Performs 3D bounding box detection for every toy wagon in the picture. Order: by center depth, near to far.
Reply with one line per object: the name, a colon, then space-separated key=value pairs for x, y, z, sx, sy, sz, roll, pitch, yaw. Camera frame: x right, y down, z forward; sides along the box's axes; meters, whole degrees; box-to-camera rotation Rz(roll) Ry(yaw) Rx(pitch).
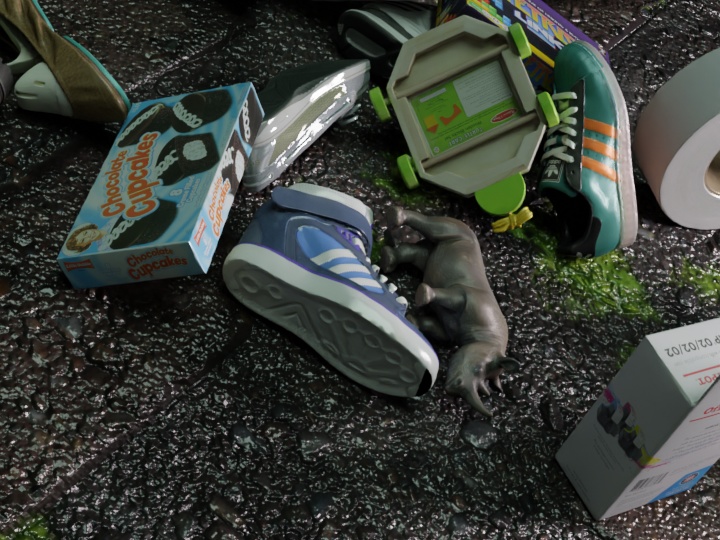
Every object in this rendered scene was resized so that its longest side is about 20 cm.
toy wagon: x=0.104 y=-0.129 z=1.201 sx=0.040 sy=0.154 sz=0.202 roll=16 pitch=52 yaw=-80

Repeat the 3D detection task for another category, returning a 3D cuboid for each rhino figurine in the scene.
rhino figurine: x=0.080 y=0.034 z=1.087 sx=0.086 sy=0.060 sz=0.202 roll=3 pitch=51 yaw=-27

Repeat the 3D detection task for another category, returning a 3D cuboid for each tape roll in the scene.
tape roll: x=0.375 y=-0.132 z=1.284 sx=0.200 sy=0.203 sz=0.071 roll=1 pitch=49 yaw=-25

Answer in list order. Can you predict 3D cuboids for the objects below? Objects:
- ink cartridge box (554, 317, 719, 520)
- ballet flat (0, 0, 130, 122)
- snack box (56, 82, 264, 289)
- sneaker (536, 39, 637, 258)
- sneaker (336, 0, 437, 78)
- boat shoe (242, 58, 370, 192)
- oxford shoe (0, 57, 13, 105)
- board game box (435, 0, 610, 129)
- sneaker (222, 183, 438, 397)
ink cartridge box: x=0.250 y=0.101 z=1.005 sx=0.114 sy=0.201 sz=0.068 roll=-10 pitch=54 yaw=-33
ballet flat: x=-0.278 y=-0.181 z=1.111 sx=0.072 sy=0.068 sz=0.200 roll=-35 pitch=68 yaw=-20
snack box: x=-0.155 y=-0.070 z=1.039 sx=0.115 sy=0.037 sz=0.201 roll=-7 pitch=41 yaw=19
sneaker: x=0.203 y=-0.110 z=1.212 sx=0.079 sy=0.071 sz=0.203 roll=-16 pitch=98 yaw=-26
sneaker: x=0.082 y=-0.213 z=1.303 sx=0.200 sy=0.076 sz=0.115 roll=40 pitch=47 yaw=16
boat shoe: x=-0.053 y=-0.141 z=1.185 sx=0.074 sy=0.066 sz=0.202 roll=3 pitch=29 yaw=31
oxford shoe: x=-0.384 y=-0.167 z=1.034 sx=0.198 sy=0.073 sz=0.085 roll=22 pitch=47 yaw=-6
board game box: x=0.170 y=-0.226 z=1.319 sx=0.199 sy=0.057 sz=0.166 roll=33 pitch=31 yaw=-16
sneaker: x=0.000 y=0.000 z=1.061 sx=0.198 sy=0.081 sz=0.147 roll=29 pitch=47 yaw=9
